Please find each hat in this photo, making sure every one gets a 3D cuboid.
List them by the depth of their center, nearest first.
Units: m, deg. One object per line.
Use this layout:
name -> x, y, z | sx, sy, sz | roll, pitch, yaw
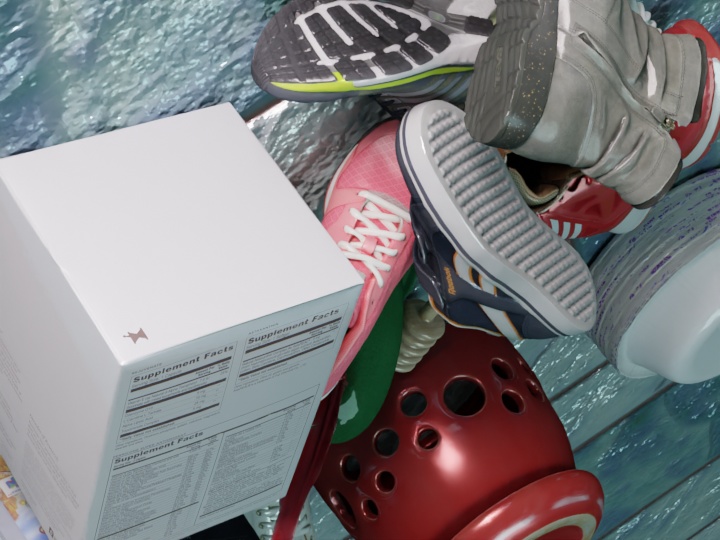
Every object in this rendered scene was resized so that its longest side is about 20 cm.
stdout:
hat -> 0.003, 0.095, 1.152 | 0.200, 0.176, 0.166 | -39, 152, 4

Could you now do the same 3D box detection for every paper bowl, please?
paper bowl -> 0.290, 0.016, 1.435 | 0.201, 0.104, 0.201 | -28, 149, -18

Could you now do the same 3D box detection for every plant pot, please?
plant pot -> 0.082, 0.167, 1.351 | 0.200, 0.183, 0.200 | -28, 149, -19

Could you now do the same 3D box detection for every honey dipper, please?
honey dipper -> 0.075, 0.002, 1.217 | 0.038, 0.038, 0.200 | -6, 147, -43

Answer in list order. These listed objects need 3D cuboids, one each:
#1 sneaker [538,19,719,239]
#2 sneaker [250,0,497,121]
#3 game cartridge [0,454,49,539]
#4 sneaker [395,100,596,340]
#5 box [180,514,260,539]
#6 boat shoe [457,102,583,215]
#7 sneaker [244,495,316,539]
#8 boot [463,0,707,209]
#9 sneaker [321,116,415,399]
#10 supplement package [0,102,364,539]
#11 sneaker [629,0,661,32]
sneaker -> 0.172, -0.083, 1.184 | 0.115, 0.078, 0.200 | -19, 146, -32
sneaker -> 0.021, -0.116, 0.975 | 0.200, 0.074, 0.081 | -12, 146, -35
game cartridge -> -0.179, 0.134, 1.056 | 0.200, 0.133, 0.042 | -23, 127, -25
sneaker -> 0.062, -0.019, 1.017 | 0.079, 0.078, 0.200 | -13, 136, 33
box -> -0.163, 0.242, 1.164 | 0.117, 0.200, 0.197 | 4, 132, -51
boat shoe -> 0.095, -0.072, 1.057 | 0.076, 0.072, 0.200 | 15, 153, -29
sneaker -> -0.059, 0.189, 1.326 | 0.073, 0.085, 0.200 | -24, 148, -19
boot -> 0.140, -0.143, 0.955 | 0.131, 0.068, 0.200 | 16, 87, -27
sneaker -> 0.000, 0.000, 1.043 | 0.200, 0.074, 0.087 | -64, -171, 1
supplement package -> -0.118, 0.040, 0.963 | 0.151, 0.152, 0.200 | -18, 146, -31
sneaker -> 0.160, -0.143, 1.069 | 0.071, 0.073, 0.200 | 7, 155, 1
